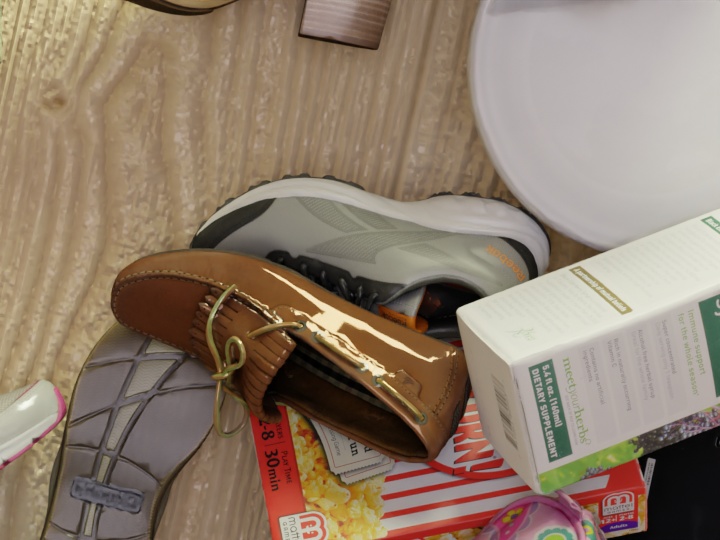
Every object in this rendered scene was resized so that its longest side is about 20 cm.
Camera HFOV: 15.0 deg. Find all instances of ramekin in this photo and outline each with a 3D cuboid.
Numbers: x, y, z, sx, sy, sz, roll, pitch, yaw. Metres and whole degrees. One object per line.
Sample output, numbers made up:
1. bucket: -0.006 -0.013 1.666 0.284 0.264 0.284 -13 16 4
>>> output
1. ramekin: 0.154 -0.109 1.500 0.201 0.094 0.204 0 91 -2

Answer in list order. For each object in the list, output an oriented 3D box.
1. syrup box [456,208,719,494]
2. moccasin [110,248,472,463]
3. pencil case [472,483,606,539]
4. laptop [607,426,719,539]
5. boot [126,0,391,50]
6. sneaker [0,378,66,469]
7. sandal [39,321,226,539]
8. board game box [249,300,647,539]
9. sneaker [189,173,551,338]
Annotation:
1. syrup box: 0.158 0.034 1.411 0.199 0.081 0.079 -20 116 -13
2. moccasin: -0.043 0.049 1.442 0.200 0.074 0.078 25 49 8
3. pencil case: 0.128 0.199 1.428 0.087 0.087 0.200 -41 124 -2
4. laptop: 0.231 0.090 1.546 0.199 0.103 0.178 11 89 23
5. boot: -0.064 -0.214 1.498 0.199 0.077 0.156 10 91 -5
6. sneaker: -0.261 0.084 1.489 0.199 0.081 0.089 -14 92 -3
7. sandal: -0.130 0.108 1.507 0.080 0.054 0.201 19 90 -4
8. board game box: 0.041 0.088 1.479 0.199 0.046 0.152 -12 51 -3
9. sneaker: 0.000 0.000 1.479 0.199 0.074 0.080 3 46 14
